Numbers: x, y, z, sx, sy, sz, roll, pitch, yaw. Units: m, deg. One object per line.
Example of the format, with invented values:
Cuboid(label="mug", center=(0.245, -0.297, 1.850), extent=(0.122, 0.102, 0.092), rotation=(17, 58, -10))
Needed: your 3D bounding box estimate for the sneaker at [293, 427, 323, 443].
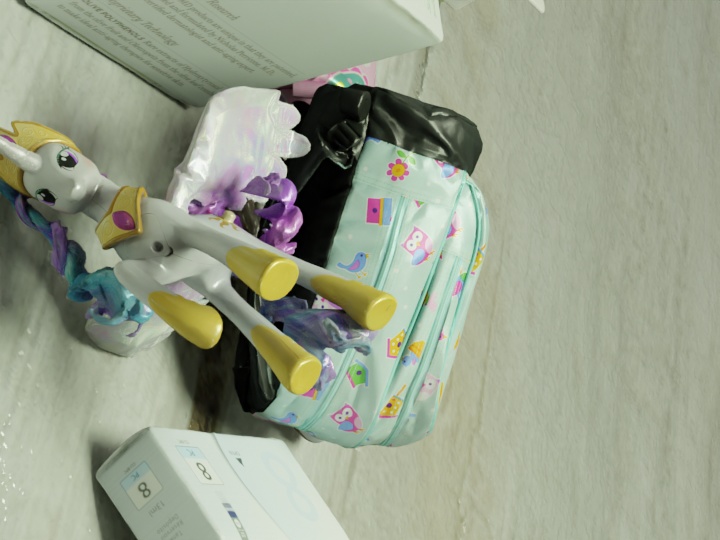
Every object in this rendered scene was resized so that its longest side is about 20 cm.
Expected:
Cuboid(label="sneaker", center=(0.005, 0.004, 1.721), extent=(0.071, 0.112, 0.200), rotation=(45, 38, -51))

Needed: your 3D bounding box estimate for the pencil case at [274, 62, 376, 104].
Cuboid(label="pencil case", center=(-0.028, -0.158, 1.768), extent=(0.087, 0.087, 0.200), rotation=(54, 31, -43))

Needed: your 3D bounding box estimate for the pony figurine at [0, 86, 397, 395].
Cuboid(label="pony figurine", center=(-0.082, -0.014, 1.445), extent=(0.193, 0.200, 0.167), rotation=(18, 102, -58))

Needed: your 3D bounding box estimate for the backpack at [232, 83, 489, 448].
Cuboid(label="backpack", center=(0.000, 0.000, 1.613), extent=(0.167, 0.126, 0.200), rotation=(-172, -82, -83))

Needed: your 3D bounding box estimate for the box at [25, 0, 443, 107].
Cuboid(label="box", center=(-0.074, -0.226, 1.589), extent=(0.200, 0.171, 0.199), rotation=(30, 51, -60))

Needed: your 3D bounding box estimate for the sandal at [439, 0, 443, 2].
Cuboid(label="sandal", center=(0.000, -0.254, 1.905), extent=(0.201, 0.080, 0.057), rotation=(52, 26, -28))

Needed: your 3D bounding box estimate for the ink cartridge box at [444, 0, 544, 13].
Cuboid(label="ink cartridge box", center=(0.047, -0.251, 1.809), extent=(0.116, 0.067, 0.200), rotation=(35, 33, -49))

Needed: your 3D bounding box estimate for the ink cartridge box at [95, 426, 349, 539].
Cuboid(label="ink cartridge box", center=(-0.038, 0.174, 1.506), extent=(0.200, 0.047, 0.160), rotation=(52, 15, 20))
